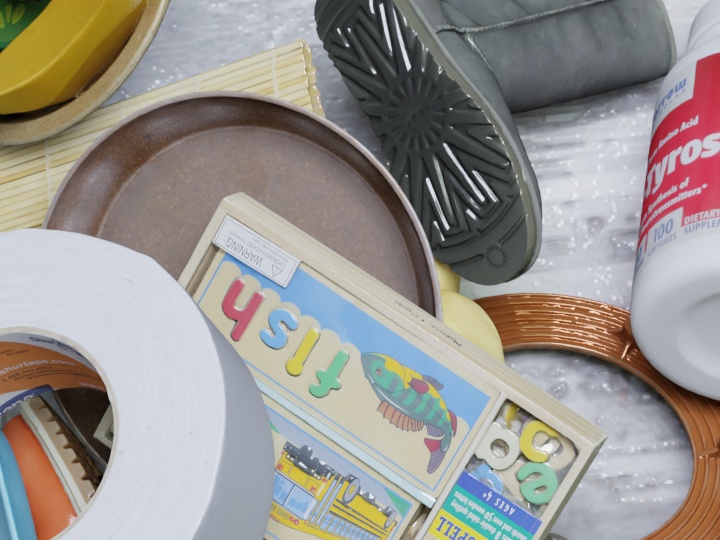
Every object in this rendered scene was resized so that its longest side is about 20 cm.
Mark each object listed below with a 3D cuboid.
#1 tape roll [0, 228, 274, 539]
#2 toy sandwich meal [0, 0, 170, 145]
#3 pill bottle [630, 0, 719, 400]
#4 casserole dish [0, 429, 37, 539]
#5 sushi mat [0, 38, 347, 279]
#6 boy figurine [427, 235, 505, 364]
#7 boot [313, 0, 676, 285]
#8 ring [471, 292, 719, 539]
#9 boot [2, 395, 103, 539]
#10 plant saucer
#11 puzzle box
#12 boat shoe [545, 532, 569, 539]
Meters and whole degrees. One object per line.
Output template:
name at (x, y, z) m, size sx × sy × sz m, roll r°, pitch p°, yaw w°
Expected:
tape roll at (-0.140, 0.085, 1.102) m, size 0.200 × 0.066 × 0.201 m, roll -7°, pitch 64°, yaw 14°
toy sandwich meal at (-0.163, -0.159, 1.236) m, size 0.205 × 0.070 × 0.206 m, roll -8°, pitch 75°, yaw 34°
pill bottle at (0.195, -0.043, 1.270) m, size 0.112 × 0.112 × 0.200 m, roll 15°, pitch 50°, yaw -4°
casserole dish at (-0.189, 0.148, 1.165) m, size 0.121 × 0.039 × 0.200 m, roll -31°, pitch 58°, yaw 22°
sushi mat at (-0.105, -0.037, 1.238) m, size 0.200 × 0.012 × 0.096 m, roll -17°, pitch 75°, yaw 19°
boy figurine at (0.000, 0.000, 1.238) m, size 0.200 × 0.064 × 0.124 m, roll 37°, pitch 68°, yaw 23°
boot at (0.086, -0.087, 1.268) m, size 0.200 × 0.073 × 0.182 m, roll -9°, pitch 71°, yaw -52°
ring at (0.095, 0.080, 1.237) m, size 0.200 × 0.019 × 0.201 m, roll 3°, pitch 46°, yaw -3°
boot at (-0.147, 0.156, 1.190) m, size 0.107 × 0.075 × 0.200 m, roll -22°, pitch 67°, yaw 3°
plant saucer at (-0.054, 0.017, 1.188) m, size 0.200 × 0.034 × 0.201 m, roll 3°, pitch 99°, yaw 18°
puzzle box at (-0.008, 0.074, 1.151) m, size 0.200 × 0.025 × 0.133 m, roll 33°, pitch 108°, yaw 12°
boat shoe at (0.017, 0.183, 1.207) m, size 0.200 × 0.073 × 0.075 m, roll -16°, pitch 78°, yaw -20°
